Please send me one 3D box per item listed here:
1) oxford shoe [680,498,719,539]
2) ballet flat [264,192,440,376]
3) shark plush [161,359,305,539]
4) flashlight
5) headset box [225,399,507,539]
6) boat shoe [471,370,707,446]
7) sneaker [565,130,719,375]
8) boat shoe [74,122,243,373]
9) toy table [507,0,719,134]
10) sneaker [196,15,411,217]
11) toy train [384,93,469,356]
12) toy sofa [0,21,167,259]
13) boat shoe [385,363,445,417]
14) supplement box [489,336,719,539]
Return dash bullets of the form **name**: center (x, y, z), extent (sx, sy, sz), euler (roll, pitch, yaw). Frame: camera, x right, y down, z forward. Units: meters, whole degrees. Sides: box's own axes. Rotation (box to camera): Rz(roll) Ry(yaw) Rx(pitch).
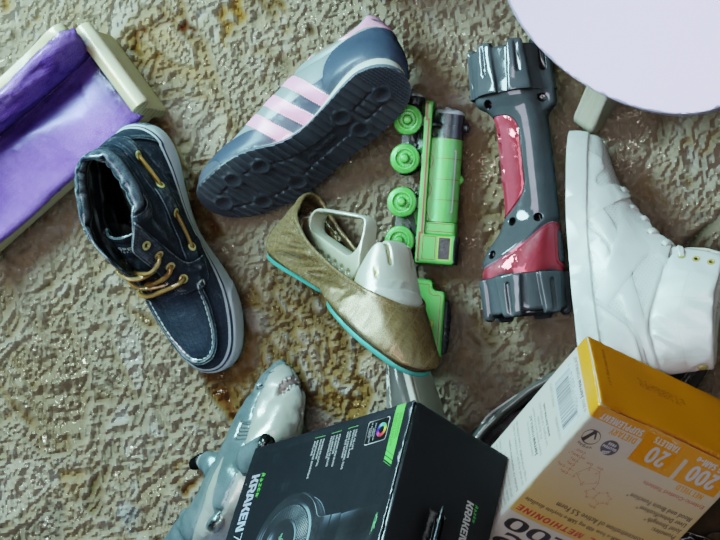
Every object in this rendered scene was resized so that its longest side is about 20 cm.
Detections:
- **oxford shoe**: center (0.238, 0.195, 1.485), extent (0.072, 0.084, 0.202), euler (15, 92, 17)
- **ballet flat**: center (0.000, 0.000, 1.530), extent (0.200, 0.067, 0.073), euler (41, 114, 48)
- **shark plush**: center (-0.100, 0.166, 1.612), extent (0.201, 0.090, 0.083), euler (-56, 51, 23)
- **flashlight**: center (0.111, -0.065, 1.537), extent (0.068, 0.067, 0.202), euler (-18, 78, 60)
- **headset box**: center (-0.003, 0.199, 1.432), extent (0.199, 0.092, 0.175), euler (-20, 46, 49)
- **boat shoe**: center (0.165, 0.096, 1.512), extent (0.199, 0.057, 0.067), euler (-30, 81, 14)
- **sneaker**: center (0.203, -0.012, 1.489), extent (0.115, 0.074, 0.202), euler (-7, 63, 8)
- **boat shoe**: center (-0.156, -0.006, 1.579), extent (0.070, 0.091, 0.202), euler (-17, 100, 26)
- **toy table**: center (0.198, -0.184, 1.484), extent (0.184, 0.117, 0.200), euler (-46, 79, 11)
- **sneaker**: center (-0.043, -0.115, 1.590), extent (0.199, 0.070, 0.082), euler (-32, 41, 24)
- **toy train**: center (0.047, -0.030, 1.567), extent (0.056, 0.042, 0.202), euler (4, 90, 6)
- **toy sofa**: center (-0.256, -0.096, 1.625), extent (0.200, 0.098, 0.083), euler (-39, 79, 11)
- **boat shoe**: center (0.041, 0.153, 1.543), extent (0.057, 0.067, 0.202), euler (-15, 96, 18)
- **supplement box**: center (0.152, 0.156, 1.452), extent (0.125, 0.074, 0.200), euler (24, 123, -21)
